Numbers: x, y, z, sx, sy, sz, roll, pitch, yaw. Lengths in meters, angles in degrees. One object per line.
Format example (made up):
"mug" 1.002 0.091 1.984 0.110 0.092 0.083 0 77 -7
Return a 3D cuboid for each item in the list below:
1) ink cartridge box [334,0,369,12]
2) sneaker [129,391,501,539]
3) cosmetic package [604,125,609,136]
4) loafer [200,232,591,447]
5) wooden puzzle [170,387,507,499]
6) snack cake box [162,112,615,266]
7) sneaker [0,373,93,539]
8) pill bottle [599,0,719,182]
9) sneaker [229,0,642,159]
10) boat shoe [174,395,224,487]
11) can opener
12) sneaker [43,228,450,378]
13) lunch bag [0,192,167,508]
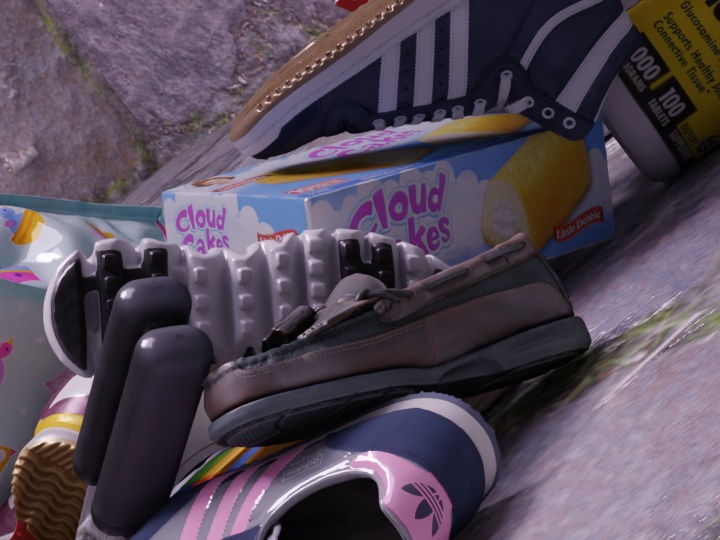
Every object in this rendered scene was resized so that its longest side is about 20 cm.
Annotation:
"ink cartridge box" 0.096 -0.169 1.245 0.200 0.044 0.174 -35 -8 12
"sneaker" -0.040 0.114 0.952 0.200 0.070 0.082 -34 6 28
"cosmetic package" 0.128 -0.116 1.534 0.200 0.074 0.102 -41 9 -18
"loafer" 0.010 0.027 1.005 0.200 0.063 0.072 -10 -15 -42
"wooden puzzle" -0.023 0.081 1.149 0.185 0.046 0.200 -41 9 -29
"snack cake box" 0.016 -0.028 1.201 0.200 0.067 0.115 -18 16 -39
"sneaker" -0.132 0.109 1.167 0.090 0.075 0.200 -59 2 -37
"pill bottle" 0.201 -0.145 1.249 0.200 0.112 0.112 -36 8 6
"sneaker" 0.041 -0.088 1.172 0.200 0.109 0.070 -35 15 8
"boat shoe" -0.111 0.090 1.387 0.200 0.075 0.062 -49 24 -21
"can opener" -0.085 0.082 1.026 0.067 0.053 0.200 -7 -40 -25
"sneaker" -0.042 0.023 1.073 0.200 0.075 0.081 4 -13 -12
"lunch bag" -0.188 0.051 1.222 0.200 0.122 0.171 4 -58 -38
